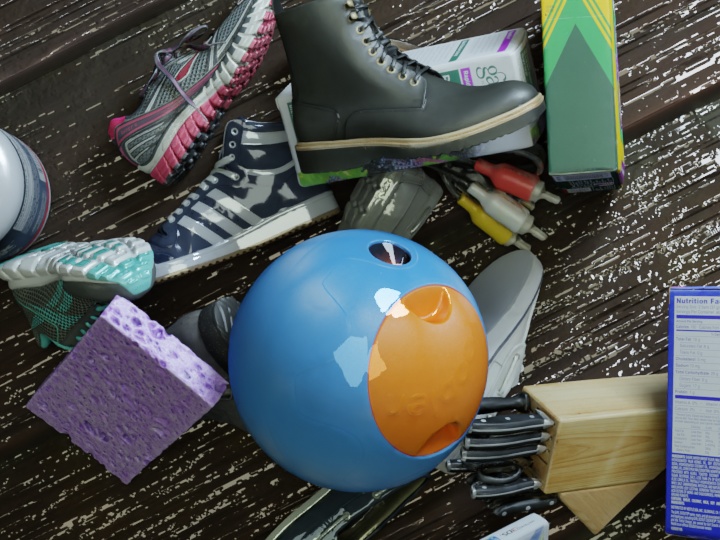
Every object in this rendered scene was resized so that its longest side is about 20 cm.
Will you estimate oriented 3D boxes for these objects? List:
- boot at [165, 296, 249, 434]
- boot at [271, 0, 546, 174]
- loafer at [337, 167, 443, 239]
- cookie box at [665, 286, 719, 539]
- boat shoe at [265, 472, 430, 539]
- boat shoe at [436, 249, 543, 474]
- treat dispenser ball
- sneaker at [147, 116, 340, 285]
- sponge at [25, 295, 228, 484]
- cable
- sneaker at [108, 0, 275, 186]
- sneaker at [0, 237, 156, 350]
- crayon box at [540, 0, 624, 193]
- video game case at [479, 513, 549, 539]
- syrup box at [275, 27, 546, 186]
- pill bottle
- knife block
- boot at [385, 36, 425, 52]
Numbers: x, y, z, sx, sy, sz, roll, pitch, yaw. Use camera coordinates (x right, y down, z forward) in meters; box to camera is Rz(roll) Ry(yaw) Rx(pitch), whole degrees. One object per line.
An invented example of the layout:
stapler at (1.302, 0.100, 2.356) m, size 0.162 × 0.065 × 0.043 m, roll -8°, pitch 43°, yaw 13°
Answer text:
boot at (-0.116, 0.114, 1.371) m, size 0.132 × 0.070 × 0.200 m, roll -23°, pitch 115°, yaw 26°
boot at (0.029, -0.155, 1.226) m, size 0.200 × 0.077 × 0.138 m, roll -10°, pitch 102°, yaw 19°
loafer at (0.000, 0.000, 1.372) m, size 0.070 × 0.070 × 0.200 m, roll 26°, pitch 105°, yaw -25°
cookie box at (0.325, 0.113, 1.329) m, size 0.171 × 0.075 × 0.200 m, roll 3°, pitch 88°, yaw -46°
boat shoe at (-0.023, 0.226, 1.365) m, size 0.200 × 0.075 × 0.062 m, roll -45°, pitch 60°, yaw -9°
boat shoe at (0.106, 0.079, 1.378) m, size 0.066 × 0.072 × 0.200 m, roll 39°, pitch 70°, yaw -33°
treat dispenser ball at (-0.002, 0.069, 1.249) m, size 0.201 × 0.201 × 0.201 m, roll 0°, pitch 88°, yaw -1°
sneaker at (-0.128, -0.061, 1.373) m, size 0.200 × 0.070 × 0.109 m, roll -22°, pitch 94°, yaw -8°
sponge at (-0.191, 0.100, 1.311) m, size 0.112 × 0.200 × 0.030 m, roll 40°, pitch 54°, yaw -6°
cable at (0.075, -0.087, 1.375) m, size 0.200 × 0.050 × 0.097 m, roll 22°, pitch 133°, yaw -4°
sneaker at (-0.135, -0.171, 1.373) m, size 0.075 × 0.081 × 0.200 m, roll 35°, pitch 89°, yaw 2°
sneaker at (-0.221, 0.024, 1.329) m, size 0.078 × 0.200 × 0.091 m, roll -24°, pitch 104°, yaw -34°
crayon box at (0.179, -0.156, 1.315) m, size 0.058 × 0.200 × 0.173 m, roll -4°, pitch 88°, yaw 10°
video game case at (0.077, 0.312, 1.302) m, size 0.182 × 0.022 × 0.200 m, roll -20°, pitch 122°, yaw -35°
syrup box at (0.043, -0.132, 1.315) m, size 0.200 × 0.081 × 0.079 m, roll -9°, pitch 110°, yaw 18°
pill bottle at (-0.324, -0.065, 1.306) m, size 0.119 × 0.200 × 0.120 m, roll 0°, pitch 88°, yaw -1°
knife block at (0.170, 0.125, 1.335) m, size 0.200 × 0.064 × 0.176 m, roll -43°, pitch 125°, yaw -1°
boot at (0.036, -0.158, 1.384) m, size 0.200 × 0.074 × 0.076 m, roll 10°, pitch 98°, yaw -3°
